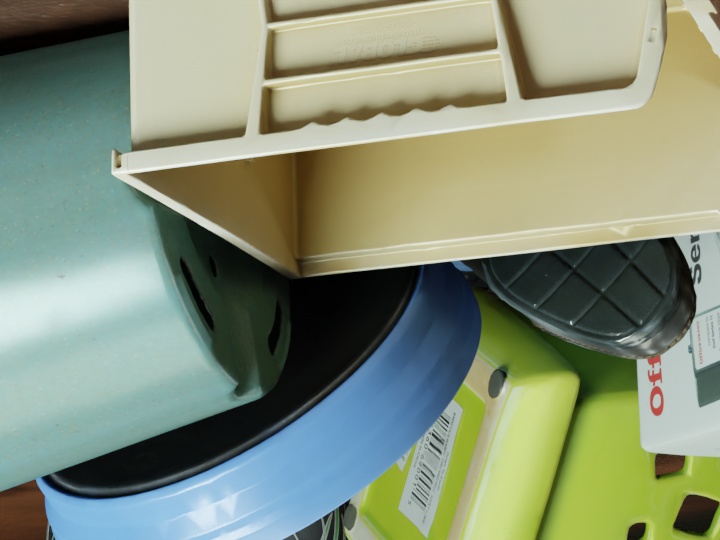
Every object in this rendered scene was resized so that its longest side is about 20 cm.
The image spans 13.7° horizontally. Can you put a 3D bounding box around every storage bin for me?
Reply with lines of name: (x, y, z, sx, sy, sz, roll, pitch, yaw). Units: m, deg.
storage bin: (0.037, -0.069, 1.078, 0.198, 0.094, 0.200, -6, 167, 15)

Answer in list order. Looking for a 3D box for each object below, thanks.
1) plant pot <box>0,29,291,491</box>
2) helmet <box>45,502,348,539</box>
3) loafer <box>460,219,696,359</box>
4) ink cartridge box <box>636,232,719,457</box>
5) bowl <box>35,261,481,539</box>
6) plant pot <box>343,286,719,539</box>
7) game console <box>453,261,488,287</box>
plant pot: (-0.143, 0.000, 1.172, 0.196, 0.201, 0.200, -15, 165, 17)
helmet: (-0.104, 0.191, 2.101, 0.190, 0.201, 0.200, 10, 175, 27)
loafer: (0.085, -0.009, 1.230, 0.072, 0.073, 0.200, 43, -179, -33)
ink cartridge box: (0.201, -0.003, 1.301, 0.083, 0.147, 0.200, 5, 165, -25)
bowl: (-0.046, 0.047, 1.231, 0.200, 0.039, 0.201, -26, -156, 12)
plant pot: (0.110, 0.114, 1.603, 0.181, 0.201, 0.199, 11, -166, -24)
game console: (0.093, -0.018, 1.489, 0.177, 0.031, 0.200, 8, 165, -41)
